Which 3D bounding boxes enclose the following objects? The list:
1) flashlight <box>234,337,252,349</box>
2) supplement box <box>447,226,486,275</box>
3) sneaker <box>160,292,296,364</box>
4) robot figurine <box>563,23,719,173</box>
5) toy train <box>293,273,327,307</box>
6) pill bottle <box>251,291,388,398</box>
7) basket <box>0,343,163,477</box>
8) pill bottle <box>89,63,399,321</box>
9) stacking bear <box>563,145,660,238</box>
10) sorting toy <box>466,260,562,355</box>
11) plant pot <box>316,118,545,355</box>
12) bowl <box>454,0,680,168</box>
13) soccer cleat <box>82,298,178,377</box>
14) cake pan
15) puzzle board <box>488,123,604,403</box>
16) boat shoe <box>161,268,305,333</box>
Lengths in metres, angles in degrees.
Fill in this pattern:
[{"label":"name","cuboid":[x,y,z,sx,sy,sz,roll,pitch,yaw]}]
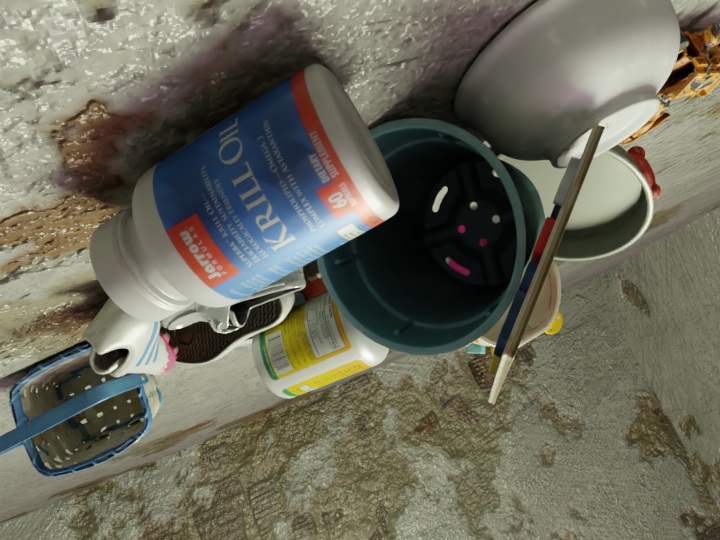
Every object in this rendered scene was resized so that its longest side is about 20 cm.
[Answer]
[{"label":"flashlight","cuboid":[-0.109,0.066,0.845,0.198,0.069,0.068,-11,170,-28]},{"label":"supplement box","cuboid":[0.213,-0.027,0.918,0.199,0.104,0.101,-8,148,-46]},{"label":"sneaker","cuboid":[-0.168,0.066,0.724,0.198,0.073,0.085,-19,-173,18]},{"label":"robot figurine","cuboid":[0.311,-0.185,0.620,0.144,0.059,0.200,-16,164,-33]},{"label":"toy train","cuboid":[0.000,0.000,0.803,0.199,0.056,0.150,-11,162,-33]},{"label":"pill bottle","cuboid":[-0.032,0.084,0.730,0.199,0.114,0.113,-25,166,19]},{"label":"basket","cuboid":[-0.335,0.165,0.668,0.175,0.140,0.200,-25,174,3]},{"label":"pill bottle","cuboid":[-0.083,-0.043,0.388,0.199,0.113,0.112,-29,165,14]},{"label":"stacking bear","cuboid":[0.301,-0.094,0.770,0.199,0.123,0.113,-26,161,34]},{"label":"sorting toy","cuboid":[0.213,0.080,0.913,0.199,0.108,0.180,-24,177,-20]},{"label":"plant pot","cuboid":[0.089,-0.039,0.556,0.200,0.201,0.196,-32,171,30]},{"label":"bowl","cuboid":[0.190,-0.153,0.482,0.200,0.091,0.201,-23,165,-6]},{"label":"soccer cleat","cuboid":[-0.257,0.084,0.614,0.086,0.070,0.200,-49,171,-29]},{"label":"cake pan","cuboid":[0.241,-0.089,0.666,0.200,0.199,0.037,-47,-164,57]},{"label":"puzzle board","cuboid":[0.146,0.002,0.461,0.201,0.017,0.151,-62,162,-19]},{"label":"boat shoe","cuboid":[-0.149,0.033,0.635,0.199,0.069,0.072,-25,167,12]}]
